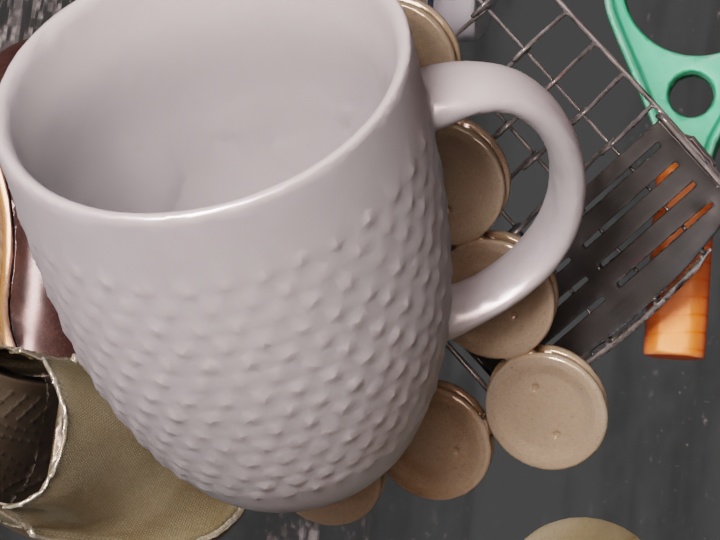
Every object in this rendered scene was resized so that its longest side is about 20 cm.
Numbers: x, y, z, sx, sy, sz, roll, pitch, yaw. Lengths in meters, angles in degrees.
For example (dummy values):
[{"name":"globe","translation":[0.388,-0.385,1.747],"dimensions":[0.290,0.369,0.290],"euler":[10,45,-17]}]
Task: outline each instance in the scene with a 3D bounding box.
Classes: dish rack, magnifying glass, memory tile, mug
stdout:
[{"name":"dish rack","translation":[0.039,-0.048,1.003],"dimensions":[0.200,0.055,0.153],"euler":[47,119,0]},{"name":"magnifying glass","translation":[0.136,-0.064,1.044],"dimensions":[0.079,0.022,0.201],"euler":[3,83,11]},{"name":"memory tile","translation":[0.000,0.000,0.998],"dimensions":[0.153,0.017,0.201],"euler":[-18,104,25]},{"name":"mug","translation":[-0.014,-0.011,0.914],"dimensions":[0.199,0.176,0.148],"euler":[-18,42,-5]}]

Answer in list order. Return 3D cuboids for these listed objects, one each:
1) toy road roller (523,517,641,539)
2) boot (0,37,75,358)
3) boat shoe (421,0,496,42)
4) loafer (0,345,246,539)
[{"name":"toy road roller","translation":[0.137,0.183,0.958],"dimensions":[0.199,0.123,0.147],"euler":[10,95,11]},{"name":"boot","translation":[-0.088,-0.014,1.053],"dimensions":[0.166,0.072,0.200],"euler":[-34,88,-5]},{"name":"boat shoe","translation":[0.022,-0.194,1.058],"dimensions":[0.086,0.075,0.203],"euler":[3,80,10]},{"name":"loafer","translation":[-0.121,0.068,0.965],"dimensions":[0.199,0.068,0.076],"euler":[17,86,-31]}]
